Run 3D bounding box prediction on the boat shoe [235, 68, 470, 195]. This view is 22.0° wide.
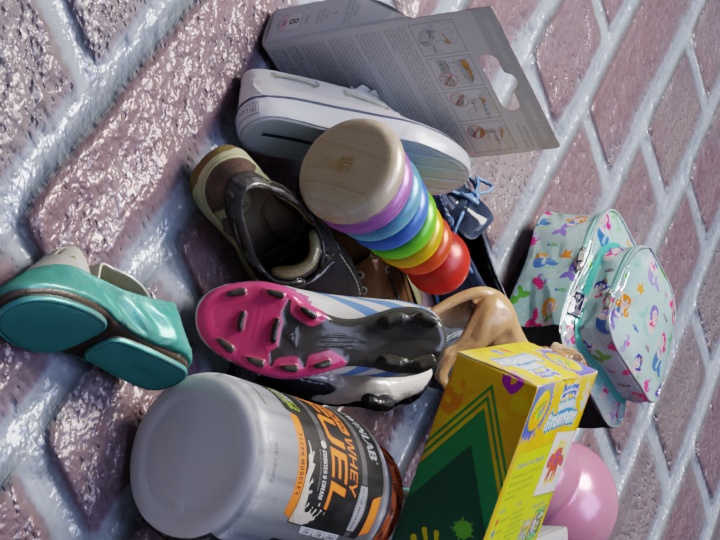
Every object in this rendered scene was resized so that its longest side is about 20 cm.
[{"bbox_3d":[-0.002,-0.117,1.453,0.199,0.074,0.067,15,53,-27],"label":"boat shoe"}]

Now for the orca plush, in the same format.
[{"bbox_3d":[-0.034,0.097,1.463,0.199,0.105,0.071,-7,134,-51],"label":"orca plush"}]

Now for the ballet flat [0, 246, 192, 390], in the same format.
[{"bbox_3d":[-0.183,0.024,1.223,0.200,0.067,0.071,30,38,-56],"label":"ballet flat"}]

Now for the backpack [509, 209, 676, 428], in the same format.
[{"bbox_3d":[0.231,0.038,1.866,0.178,0.150,0.201,54,39,-43],"label":"backpack"}]

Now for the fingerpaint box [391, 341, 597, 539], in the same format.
[{"bbox_3d":[0.106,0.147,1.455,0.200,0.073,0.168,-3,113,-70],"label":"fingerpaint box"}]

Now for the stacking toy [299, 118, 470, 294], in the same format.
[{"bbox_3d":[0.029,-0.038,1.451,0.200,0.085,0.086,46,50,-55],"label":"stacking toy"}]

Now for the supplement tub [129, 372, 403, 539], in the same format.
[{"bbox_3d":[-0.062,0.151,1.342,0.200,0.122,0.123,23,68,-53],"label":"supplement tub"}]

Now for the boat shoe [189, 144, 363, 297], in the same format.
[{"bbox_3d":[-0.056,-0.015,1.412,0.073,0.065,0.200,-47,132,1],"label":"boat shoe"}]

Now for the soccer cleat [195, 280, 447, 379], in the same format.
[{"bbox_3d":[-0.034,0.050,1.407,0.199,0.086,0.070,8,87,-17],"label":"soccer cleat"}]

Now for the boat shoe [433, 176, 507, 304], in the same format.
[{"bbox_3d":[0.094,-0.048,1.696,0.084,0.068,0.201,-54,133,-47],"label":"boat shoe"}]

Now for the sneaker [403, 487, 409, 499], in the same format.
[{"bbox_3d":[0.018,0.275,1.544,0.091,0.077,0.201,29,59,-48],"label":"sneaker"}]

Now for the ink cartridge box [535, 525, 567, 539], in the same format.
[{"bbox_3d":[0.105,0.326,1.616,0.085,0.144,0.201,0,88,-62],"label":"ink cartridge box"}]

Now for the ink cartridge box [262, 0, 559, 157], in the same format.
[{"bbox_3d":[0.044,-0.153,1.479,0.163,0.199,0.057,57,34,-42],"label":"ink cartridge box"}]

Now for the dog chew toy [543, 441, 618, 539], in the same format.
[{"bbox_3d":[0.160,0.197,1.755,0.200,0.124,0.125,46,50,-40],"label":"dog chew toy"}]

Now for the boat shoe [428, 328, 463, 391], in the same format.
[{"bbox_3d":[0.111,0.084,1.662,0.200,0.090,0.071,10,99,-67],"label":"boat shoe"}]

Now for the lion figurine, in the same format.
[{"bbox_3d":[0.118,0.070,1.572,0.122,0.072,0.200,-38,135,-5],"label":"lion figurine"}]

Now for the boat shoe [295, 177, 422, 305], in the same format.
[{"bbox_3d":[0.000,0.000,1.524,0.200,0.072,0.068,55,43,-44],"label":"boat shoe"}]

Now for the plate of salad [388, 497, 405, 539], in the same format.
[{"bbox_3d":[-0.022,0.241,1.473,0.199,0.048,0.201,18,60,-34],"label":"plate of salad"}]
